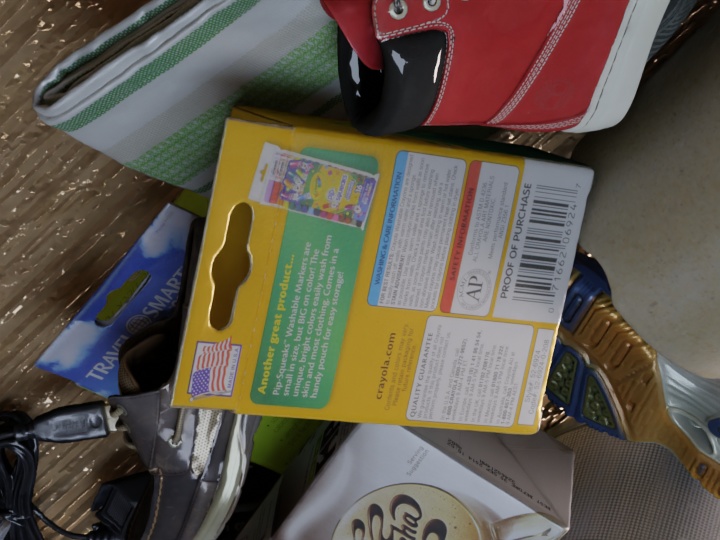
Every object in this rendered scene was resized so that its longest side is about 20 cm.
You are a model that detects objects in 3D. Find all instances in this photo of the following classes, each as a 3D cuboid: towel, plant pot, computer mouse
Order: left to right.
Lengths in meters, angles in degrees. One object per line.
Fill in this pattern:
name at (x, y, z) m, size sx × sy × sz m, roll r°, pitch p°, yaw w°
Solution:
computer mouse at (-0.097, 0.105, 1.402) m, size 0.199 × 0.046 × 0.141 m, roll -1°, pitch 136°, yaw 5°
towel at (-0.027, -0.080, 1.206) m, size 0.149 × 0.031 × 0.200 m, roll -31°, pitch 149°, yaw 26°
plant pot at (0.200, -0.050, 1.246) m, size 0.200 × 0.201 × 0.183 m, roll 32°, pitch 129°, yaw -32°

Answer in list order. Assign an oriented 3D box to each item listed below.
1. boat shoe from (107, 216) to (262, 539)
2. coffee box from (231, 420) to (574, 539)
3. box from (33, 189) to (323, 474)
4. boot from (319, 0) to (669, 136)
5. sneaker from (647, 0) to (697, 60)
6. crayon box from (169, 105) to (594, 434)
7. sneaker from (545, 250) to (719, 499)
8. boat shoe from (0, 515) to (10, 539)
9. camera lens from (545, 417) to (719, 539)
boat shoe at (-0.080, 0.053, 1.285) m, size 0.073 × 0.075 × 0.200 m, roll 17°, pitch 117°, yaw -13°
coffee box at (0.001, 0.146, 1.341) m, size 0.113 × 0.080 × 0.200 m, roll 33°, pitch 115°, yaw -9°
box at (-0.045, 0.032, 1.343) m, size 0.200 × 0.048 × 0.122 m, roll 26°, pitch 120°, yaw -29°
boot at (0.060, -0.141, 1.106) m, size 0.144 × 0.072 × 0.200 m, roll -3°, pitch 125°, yaw -30°
sneaker at (0.133, -0.150, 1.181) m, size 0.066 × 0.091 × 0.200 m, roll 31°, pitch 114°, yaw -7°
crayon box at (0.000, 0.000, 1.205) m, size 0.200 × 0.052 × 0.126 m, roll 6°, pitch 99°, yaw -37°
sneaker at (0.157, 0.043, 1.367) m, size 0.200 × 0.088 × 0.075 m, roll 36°, pitch 136°, yaw 2°
boat shoe at (-0.246, 0.171, 1.419) m, size 0.065 × 0.074 × 0.200 m, roll 37°, pitch 125°, yaw -1°
camera lens at (0.136, 0.178, 1.391) m, size 0.159 × 0.200 × 0.160 m, roll 10°, pitch 130°, yaw 12°
